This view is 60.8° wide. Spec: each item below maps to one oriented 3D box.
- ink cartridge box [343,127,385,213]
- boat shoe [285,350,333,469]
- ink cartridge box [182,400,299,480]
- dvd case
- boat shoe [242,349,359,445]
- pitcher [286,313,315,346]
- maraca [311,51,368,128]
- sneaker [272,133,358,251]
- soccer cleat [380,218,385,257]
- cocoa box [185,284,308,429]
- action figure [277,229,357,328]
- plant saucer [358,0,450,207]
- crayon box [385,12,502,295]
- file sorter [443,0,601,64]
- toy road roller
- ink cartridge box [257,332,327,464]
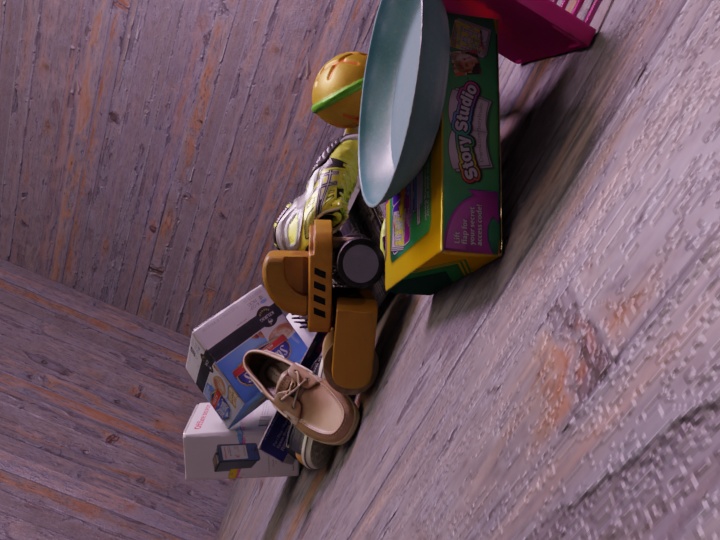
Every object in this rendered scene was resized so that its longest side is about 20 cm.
[{"bbox_3d":[0.030,-0.186,1.039,0.084,0.142,0.203,122,169,-50],"label":"ink cartridge box"},{"bbox_3d":[-0.054,0.168,0.851,0.061,0.074,0.205,-1,64,38],"label":"boat shoe"},{"bbox_3d":[-0.202,0.294,1.087,0.145,0.194,0.090,-117,28,-80],"label":"ink cartridge box"},{"bbox_3d":[0.000,0.000,0.895,0.151,0.016,0.202,66,146,29],"label":"dvd case"},{"bbox_3d":[-0.083,0.158,0.782,0.197,0.064,0.072,19,75,43],"label":"boat shoe"},{"bbox_3d":[-0.083,0.088,1.103,0.173,0.118,0.203,75,-145,-56],"label":"pitcher"},{"bbox_3d":[-0.016,-0.285,0.974,0.134,0.109,0.200,-22,14,4],"label":"maraca"},{"bbox_3d":[-0.038,-0.099,0.853,0.203,0.075,0.076,-60,-34,-13],"label":"sneaker"},{"bbox_3d":[0.071,-0.079,0.794,0.084,0.063,0.204,80,-158,-58],"label":"soccer cleat"},{"bbox_3d":[-0.183,0.143,0.970,0.132,0.132,0.200,-34,-9,-29],"label":"cocoa box"},{"bbox_3d":[-0.064,0.016,0.895,0.121,0.100,0.200,63,147,17],"label":"action figure"},{"bbox_3d":[0.036,-0.155,0.526,0.200,0.035,0.206,-174,90,-78],"label":"plant saucer"},{"bbox_3d":[0.070,-0.094,0.564,0.172,0.057,0.206,138,135,-72],"label":"crayon box"},{"bbox_3d":[0.135,-0.278,0.530,0.128,0.136,0.200,-62,8,13],"label":"file sorter"},{"bbox_3d":[-0.049,0.041,0.756,0.123,0.141,0.206,-122,34,-82],"label":"toy road roller"},{"bbox_3d":[-0.081,0.194,0.936,0.200,0.042,0.201,-63,-6,-16],"label":"ink cartridge box"}]
